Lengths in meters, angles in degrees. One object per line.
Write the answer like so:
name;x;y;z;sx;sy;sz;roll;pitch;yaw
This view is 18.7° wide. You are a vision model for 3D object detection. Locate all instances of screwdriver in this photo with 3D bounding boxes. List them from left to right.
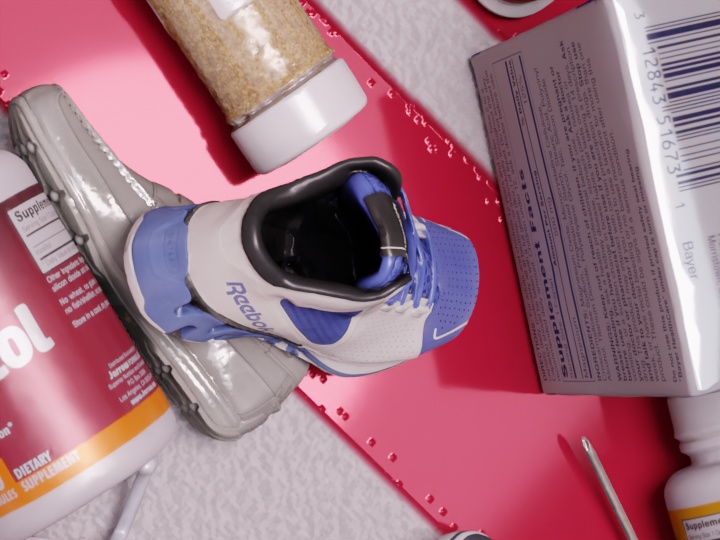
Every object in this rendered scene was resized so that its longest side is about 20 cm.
screwdriver;0.162;0.175;1.152;0.029;0.028;0.201;-26;94;-45

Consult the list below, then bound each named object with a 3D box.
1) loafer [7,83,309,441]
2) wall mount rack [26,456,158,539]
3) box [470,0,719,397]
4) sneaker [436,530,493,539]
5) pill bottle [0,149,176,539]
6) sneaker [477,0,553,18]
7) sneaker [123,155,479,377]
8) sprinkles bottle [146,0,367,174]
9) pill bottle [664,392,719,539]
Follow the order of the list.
loafer;-0.099;-0.011;1.073;0.070;0.070;0.201;-38;105;-18
wall mount rack;-0.068;0.150;0.994;0.199;0.174;0.075;23;103;0
box;0.148;-0.037;1.066;0.104;0.200;0.186;-12;91;-16
sneaker;0.104;0.215;1.097;0.078;0.079;0.201;-38;105;-51
pill bottle;-0.180;0.019;1.024;0.112;0.113;0.201;-32;95;-13
sneaker;0.144;-0.210;1.115;0.078;0.115;0.200;42;79;-9
sneaker;-0.001;0.000;1.034;0.198;0.115;0.081;6;75;-43
sprinkles bottle;-0.077;-0.147;1.081;0.068;0.068;0.201;-35;96;-13
pill bottle;0.221;0.151;1.120;0.108;0.109;0.202;-15;85;-14
